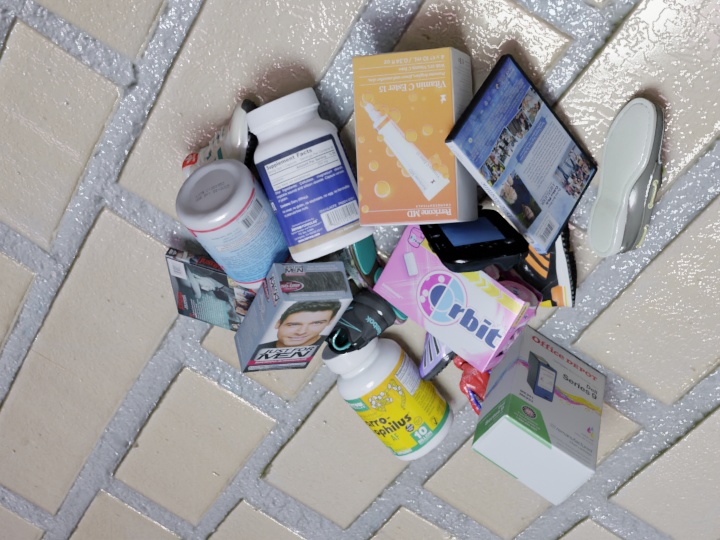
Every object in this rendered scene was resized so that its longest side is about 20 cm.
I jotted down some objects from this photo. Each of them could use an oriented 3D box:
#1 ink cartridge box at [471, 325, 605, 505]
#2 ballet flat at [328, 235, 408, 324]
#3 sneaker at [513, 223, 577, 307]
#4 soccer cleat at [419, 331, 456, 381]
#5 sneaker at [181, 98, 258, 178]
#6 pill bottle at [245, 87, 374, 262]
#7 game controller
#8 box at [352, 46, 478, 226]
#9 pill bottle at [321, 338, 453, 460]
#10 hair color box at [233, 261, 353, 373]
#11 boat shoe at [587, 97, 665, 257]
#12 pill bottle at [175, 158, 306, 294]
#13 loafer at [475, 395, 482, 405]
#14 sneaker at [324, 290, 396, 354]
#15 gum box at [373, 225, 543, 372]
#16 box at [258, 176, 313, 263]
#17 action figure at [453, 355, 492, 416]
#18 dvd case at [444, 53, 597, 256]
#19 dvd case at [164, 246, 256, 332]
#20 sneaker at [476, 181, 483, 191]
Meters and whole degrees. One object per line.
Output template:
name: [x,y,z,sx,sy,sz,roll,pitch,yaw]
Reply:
ink cartridge box: [0.245,0.191,1.501,0.145,0.200,0.088,34,125,-6]
ballet flat: [0.000,0.000,1.534,0.071,0.069,0.200,-12,124,31]
sneaker: [0.225,-0.033,1.427,0.089,0.070,0.201,-5,125,18]
soccer cleat: [0.122,0.072,1.548,0.073,0.068,0.200,35,127,8]
sneaker: [-0.194,-0.147,1.487,0.093,0.071,0.200,16,131,0]
pill bottle: [-0.067,-0.122,1.407,0.115,0.116,0.201,-19,95,29]
game controller: [0.133,-0.040,1.334,0.104,0.200,0.042,0,106,-7]
box: [0.066,-0.156,1.320,0.124,0.097,0.201,-2,93,20]
pill bottle: [0.037,0.172,1.613,0.112,0.113,0.200,-27,112,32]
hair color box: [-0.094,0.065,1.486,0.098,0.061,0.200,-2,149,-25]
boat shoe: [0.331,-0.112,1.341,0.060,0.072,0.203,-5,120,-28]
pill bottle: [-0.149,-0.046,1.456,0.108,0.109,0.200,-8,142,24]
loafer: [0.248,0.249,1.627,0.200,0.063,0.072,37,127,-9]
sneaker: [-0.035,0.071,1.546,0.075,0.079,0.200,47,156,-22]
gum box: [0.129,0.031,1.448,0.200,0.066,0.114,37,115,19]
box: [-0.121,-0.037,1.568,0.121,0.032,0.201,26,128,0]
action figure: [0.201,0.197,1.582,0.065,0.052,0.200,-40,77,-4]
dvd case: [0.195,-0.135,1.309,0.200,0.143,0.018,46,154,-26]
dvd case: [-0.185,0.043,1.622,0.199,0.022,0.146,15,143,13]
sneaker: [0.106,-0.117,1.417,0.199,0.078,0.082,-9,145,21]
